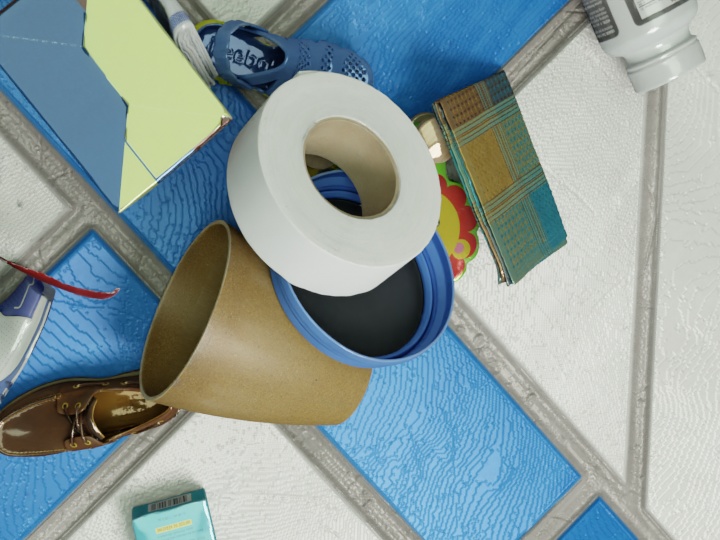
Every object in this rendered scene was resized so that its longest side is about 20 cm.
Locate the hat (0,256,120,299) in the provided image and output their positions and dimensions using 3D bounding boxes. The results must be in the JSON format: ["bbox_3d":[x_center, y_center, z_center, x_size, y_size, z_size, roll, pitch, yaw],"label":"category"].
[{"bbox_3d":[-0.376,0.008,1.182,0.175,0.200,0.167,20,111,-40],"label":"hat"}]

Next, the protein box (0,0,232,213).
[{"bbox_3d":[-0.237,-0.175,1.138,0.134,0.200,0.199,-39,99,-5],"label":"protein box"}]

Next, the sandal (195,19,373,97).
[{"bbox_3d":[-0.080,-0.207,1.223,0.197,0.087,0.081,9,91,-12],"label":"sandal"}]

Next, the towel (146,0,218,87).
[{"bbox_3d":[-0.203,-0.274,1.139,0.024,0.147,0.201,-33,79,-4],"label":"towel"}]

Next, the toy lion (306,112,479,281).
[{"bbox_3d":[0.029,-0.065,1.270,0.196,0.069,0.195,-3,102,-9],"label":"toy lion"}]

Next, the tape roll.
[{"bbox_3d":[-0.024,-0.082,1.128,0.200,0.071,0.205,15,59,-27],"label":"tape roll"}]

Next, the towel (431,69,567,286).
[{"bbox_3d":[0.149,-0.099,1.263,0.146,0.022,0.203,-30,100,-50],"label":"towel"}]

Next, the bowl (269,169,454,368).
[{"bbox_3d":[0.000,0.000,1.173,0.198,0.039,0.204,16,59,-27],"label":"bowl"}]

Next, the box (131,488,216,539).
[{"bbox_3d":[-0.179,0.340,1.264,0.081,0.049,0.203,-14,96,-8],"label":"box"}]

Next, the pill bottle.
[{"bbox_3d":[0.287,-0.296,1.267,0.110,0.111,0.202,-27,98,-7],"label":"pill bottle"}]

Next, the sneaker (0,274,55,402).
[{"bbox_3d":[-0.393,0.084,1.192,0.114,0.081,0.201,31,90,-13],"label":"sneaker"}]

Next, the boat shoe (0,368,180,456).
[{"bbox_3d":[-0.278,0.145,1.223,0.197,0.068,0.073,-13,96,-9],"label":"boat shoe"}]

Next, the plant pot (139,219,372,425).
[{"bbox_3d":[-0.091,0.075,1.207,0.198,0.186,0.189,24,90,-23],"label":"plant pot"}]
